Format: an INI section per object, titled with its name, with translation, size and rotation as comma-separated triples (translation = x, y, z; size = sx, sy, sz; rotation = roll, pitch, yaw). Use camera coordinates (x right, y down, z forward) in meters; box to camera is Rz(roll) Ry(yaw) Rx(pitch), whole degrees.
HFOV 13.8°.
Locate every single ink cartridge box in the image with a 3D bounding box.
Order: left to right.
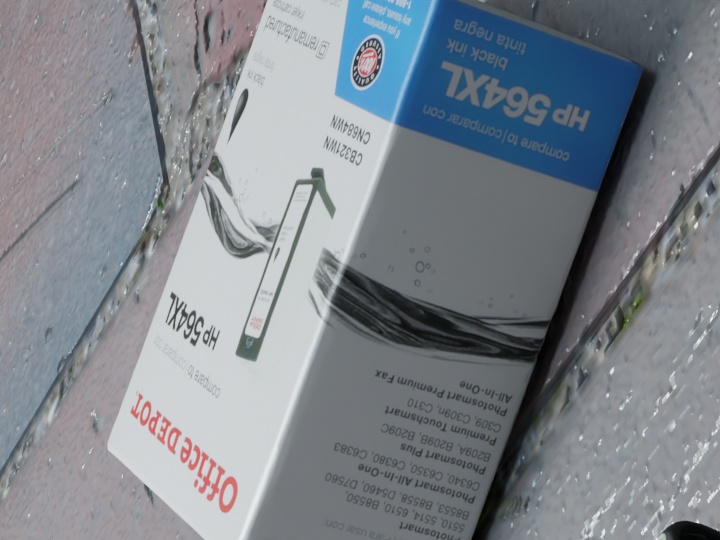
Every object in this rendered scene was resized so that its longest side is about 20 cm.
[ink cartridge box]
translation = 0.000, 0.000, 1.018
size = 0.146, 0.084, 0.200
rotation = 31, 101, 65

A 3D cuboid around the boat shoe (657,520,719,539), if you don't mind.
[boat shoe]
translation = 0.113, 0.108, 0.736
size = 0.200, 0.069, 0.057
rotation = 21, 93, 67
